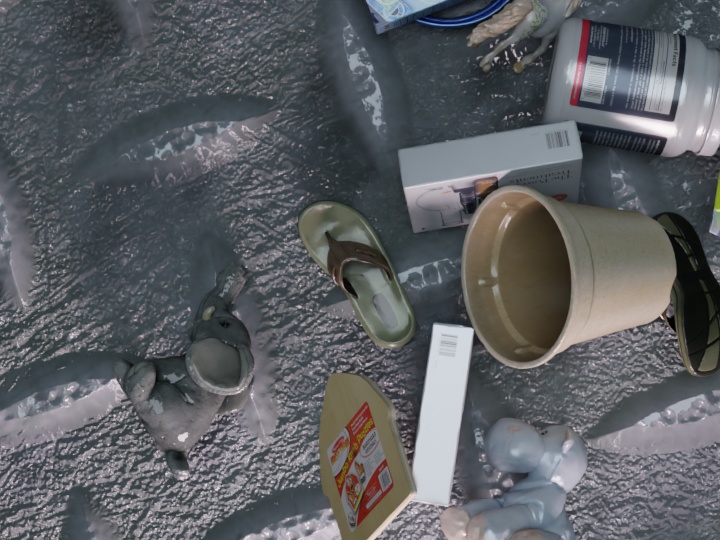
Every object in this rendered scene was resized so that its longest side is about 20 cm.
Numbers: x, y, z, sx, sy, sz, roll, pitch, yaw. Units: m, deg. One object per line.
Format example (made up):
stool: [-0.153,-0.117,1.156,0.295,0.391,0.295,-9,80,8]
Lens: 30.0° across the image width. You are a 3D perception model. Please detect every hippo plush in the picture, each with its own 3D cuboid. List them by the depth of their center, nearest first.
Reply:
hippo plush: [0.202,0.254,1.532,0.200,0.159,0.161,15,90,5]

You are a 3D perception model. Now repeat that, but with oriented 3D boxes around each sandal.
sandal: [0.382,0.030,1.580,0.080,0.057,0.201,-3,68,-26]
sandal: [0.001,0.000,1.598,0.080,0.057,0.201,-35,86,2]

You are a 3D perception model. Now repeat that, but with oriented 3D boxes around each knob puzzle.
knob puzzle: [0.004,0.207,1.556,0.030,0.220,0.220,-1,88,-28]

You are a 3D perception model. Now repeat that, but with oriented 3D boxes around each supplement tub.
supplement tub: [0.317,-0.209,1.548,0.200,0.140,0.141,10,89,4]

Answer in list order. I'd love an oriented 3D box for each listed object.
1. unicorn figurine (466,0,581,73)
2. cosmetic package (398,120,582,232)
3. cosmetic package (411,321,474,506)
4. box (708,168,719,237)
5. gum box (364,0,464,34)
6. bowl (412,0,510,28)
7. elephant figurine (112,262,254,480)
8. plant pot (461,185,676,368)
unicorn figurine: [0.204,-0.296,1.574,0.074,0.200,0.137,46,119,-1]
cosmetic package: [0.150,-0.105,1.543,0.200,0.151,0.052,-9,73,4]
cosmetic package: [0.093,0.160,1.547,0.052,0.151,0.200,8,89,2]
box: [0.451,-0.133,1.544,0.048,0.122,0.200,9,88,29]
gum box: [0.082,-0.395,1.580,0.200,0.045,0.170,-21,87,2]
bowl: [0.107,-0.389,1.620,0.200,0.039,0.201,0,89,4]
elephant figurine: [-0.179,0.114,1.588,0.200,0.141,0.155,-30,115,-13]
plant pot: [0.245,0.001,1.513,0.183,0.200,0.201,-4,87,-32]
